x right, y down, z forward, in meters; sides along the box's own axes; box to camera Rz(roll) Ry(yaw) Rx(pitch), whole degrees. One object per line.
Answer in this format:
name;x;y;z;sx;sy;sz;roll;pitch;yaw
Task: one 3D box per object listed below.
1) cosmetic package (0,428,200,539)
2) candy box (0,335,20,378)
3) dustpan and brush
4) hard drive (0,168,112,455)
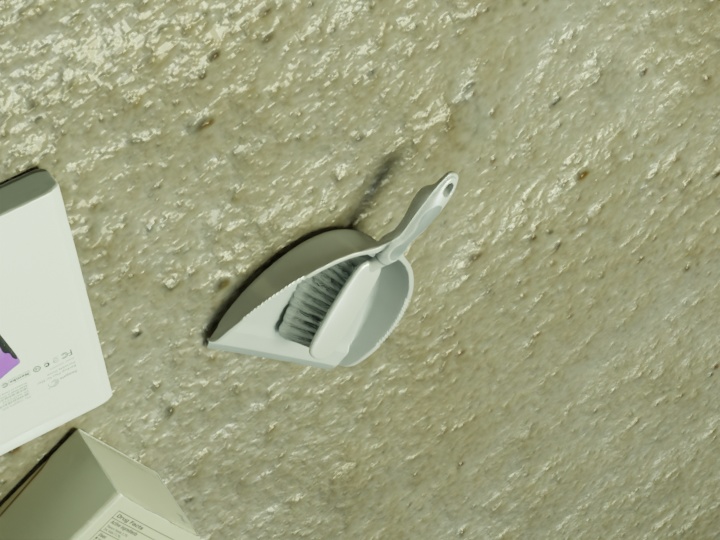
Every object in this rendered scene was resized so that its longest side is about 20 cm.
cosmetic package;-0.222;0.217;1.577;0.200;0.073;0.103;-45;141;5
candy box;-0.312;0.033;1.275;0.167;0.072;0.200;-39;141;-9
dustpan and brush;0.000;0.000;1.563;0.139;0.057;0.201;12;118;-45
hard drive;-0.235;0.039;1.433;0.131;0.026;0.201;-27;139;-17
